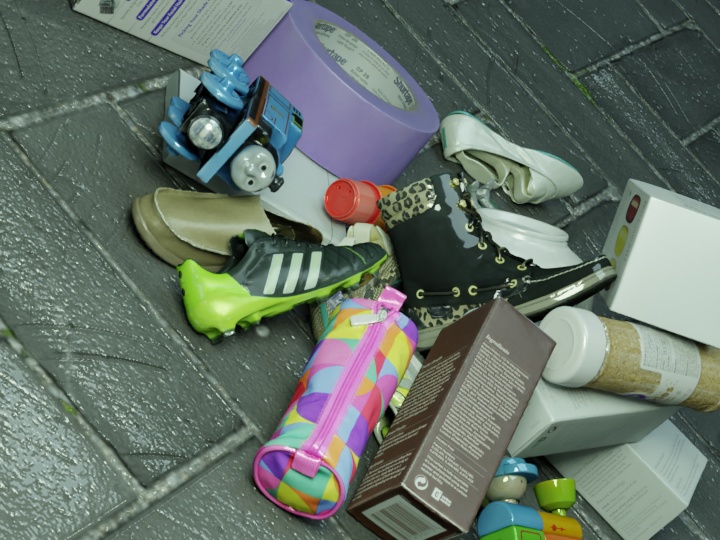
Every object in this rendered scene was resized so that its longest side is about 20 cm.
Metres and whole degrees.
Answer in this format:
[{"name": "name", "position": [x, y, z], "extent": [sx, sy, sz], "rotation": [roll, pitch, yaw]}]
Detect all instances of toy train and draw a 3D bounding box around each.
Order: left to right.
[{"name": "toy train", "position": [-0.110, -0.127, 1.588], "extent": [0.114, 0.087, 0.200], "rotation": [39, 13, -12]}, {"name": "toy train", "position": [0.178, 0.233, 1.548], "extent": [0.199, 0.084, 0.117], "rotation": [16, 58, -42]}]

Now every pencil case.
[{"name": "pencil case", "position": [-0.017, 0.105, 1.444], "extent": [0.088, 0.088, 0.201], "rotation": [38, 46, -12]}]

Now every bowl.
[{"name": "bowl", "position": [0.147, -0.005, 1.753], "extent": [0.199, 0.091, 0.201], "rotation": [14, 10, -2]}]

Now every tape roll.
[{"name": "tape roll", "position": [-0.020, -0.180, 1.838], "extent": [0.199, 0.085, 0.200], "rotation": [36, 21, -16]}]

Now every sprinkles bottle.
[{"name": "sprinkles bottle", "position": [0.248, 0.081, 1.601], "extent": [0.199, 0.068, 0.069], "rotation": [13, 41, -35]}]

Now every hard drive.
[{"name": "hard drive", "position": [-0.100, -0.101, 1.715], "extent": [0.199, 0.027, 0.133], "rotation": [30, 32, -26]}]

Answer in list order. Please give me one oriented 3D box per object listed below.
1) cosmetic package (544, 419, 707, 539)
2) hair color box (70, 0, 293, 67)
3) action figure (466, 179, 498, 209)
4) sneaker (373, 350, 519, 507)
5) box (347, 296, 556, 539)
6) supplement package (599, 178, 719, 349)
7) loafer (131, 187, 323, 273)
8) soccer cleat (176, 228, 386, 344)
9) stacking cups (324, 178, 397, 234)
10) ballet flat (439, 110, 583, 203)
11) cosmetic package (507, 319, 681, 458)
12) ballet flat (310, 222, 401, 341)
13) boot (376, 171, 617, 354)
[{"name": "cosmetic package", "position": [0.240, 0.161, 1.766], "extent": [0.200, 0.081, 0.113], "rotation": [45, 29, 3]}, {"name": "hair color box", "position": [-0.178, -0.277, 1.756], "extent": [0.199, 0.109, 0.065], "rotation": [19, 37, -40]}, {"name": "action figure", "position": [0.177, -0.007, 1.938], "extent": [0.201, 0.055, 0.118], "rotation": [56, 27, 12]}, {"name": "sneaker", "position": [0.058, 0.148, 1.570], "extent": [0.200, 0.075, 0.076], "rotation": [45, 57, -4]}, {"name": "box", "position": [0.077, 0.129, 1.484], "extent": [0.075, 0.100, 0.201], "rotation": [36, 59, -13]}, {"name": "supplement package", "position": [0.292, -0.010, 1.670], "extent": [0.109, 0.115, 0.200], "rotation": [19, 7, 0]}, {"name": "loafer", "position": [-0.113, -0.037, 1.568], "extent": [0.199, 0.067, 0.076], "rotation": [16, 39, -43]}, {"name": "soccer cleat", "position": [-0.064, -0.003, 1.523], "extent": [0.199, 0.067, 0.082], "rotation": [-19, 86, -33]}, {"name": "stacking cups", "position": [0.032, -0.052, 1.772], "extent": [0.199, 0.060, 0.061], "rotation": [8, 45, -56]}, {"name": "ballet flat", "position": [0.171, -0.115, 2.071], "extent": [0.199, 0.070, 0.070], "rotation": [25, 33, -25]}, {"name": "cosmetic package", "position": [0.198, 0.108, 1.646], "extent": [0.199, 0.074, 0.102], "rotation": [0, 55, -44]}, {"name": "ballet flat", "position": [0.000, 0.000, 1.658], "extent": [0.200, 0.067, 0.076], "rotation": [-54, 134, -60]}, {"name": "boot", "position": [0.117, -0.022, 1.615], "extent": [0.073, 0.202, 0.155], "rotation": [7, 65, -70]}]
